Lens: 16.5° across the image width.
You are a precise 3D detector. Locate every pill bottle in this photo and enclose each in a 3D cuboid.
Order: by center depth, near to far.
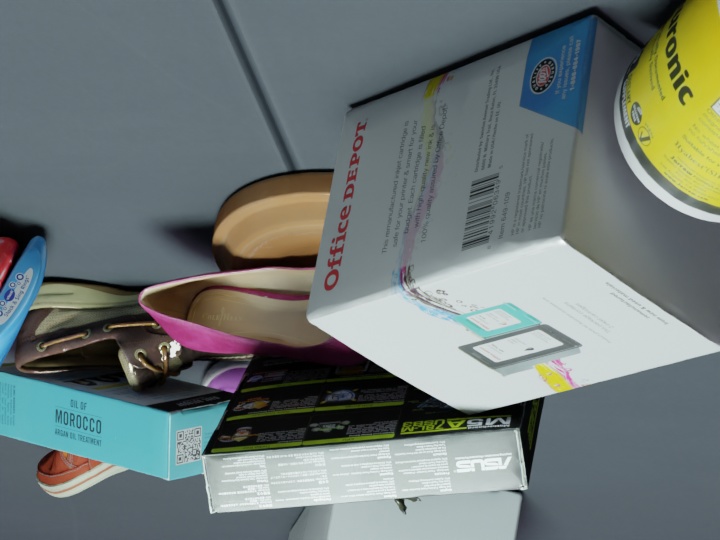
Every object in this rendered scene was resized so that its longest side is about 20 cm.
[{"bbox_3d":[0.216,-0.113,1.261,0.111,0.112,0.200,17,151,-13],"label":"pill bottle"}]

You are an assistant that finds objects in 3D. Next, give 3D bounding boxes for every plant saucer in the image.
[{"bbox_3d":[0.000,0.000,1.632,0.200,0.032,0.200,8,153,4],"label":"plant saucer"}]

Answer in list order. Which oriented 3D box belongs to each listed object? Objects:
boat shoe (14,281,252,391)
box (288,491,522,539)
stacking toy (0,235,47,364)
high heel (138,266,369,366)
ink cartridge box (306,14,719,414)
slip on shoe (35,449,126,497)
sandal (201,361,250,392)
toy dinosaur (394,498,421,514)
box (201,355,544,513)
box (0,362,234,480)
[{"bbox_3d":[-0.148,0.054,1.739,0.199,0.072,0.072,5,152,11],"label":"boat shoe"},{"bbox_3d":[0.025,0.242,1.995,0.152,0.107,0.200,15,152,-7],"label":"box"},{"bbox_3d":[-0.321,-0.005,1.686,0.200,0.116,0.110,29,150,-5],"label":"stacking toy"},{"bbox_3d":[-0.052,0.019,1.584,0.096,0.068,0.200,19,166,-37],"label":"high heel"},{"bbox_3d":[0.095,-0.026,1.428,0.200,0.147,0.146,-17,142,43],"label":"ink cartridge box"},{"bbox_3d":[-0.202,0.127,1.917,0.061,0.074,0.200,54,149,-4],"label":"slip on shoe"},{"bbox_3d":[-0.093,0.122,1.872,0.082,0.050,0.203,17,151,-13],"label":"sandal"},{"bbox_3d":[0.033,0.134,1.856,0.200,0.048,0.088,-19,126,44],"label":"toy dinosaur"},{"bbox_3d":[0.014,0.093,1.582,0.199,0.193,0.048,-5,109,9],"label":"box"},{"bbox_3d":[-0.177,0.102,1.771,0.200,0.049,0.082,10,-168,40],"label":"box"}]
